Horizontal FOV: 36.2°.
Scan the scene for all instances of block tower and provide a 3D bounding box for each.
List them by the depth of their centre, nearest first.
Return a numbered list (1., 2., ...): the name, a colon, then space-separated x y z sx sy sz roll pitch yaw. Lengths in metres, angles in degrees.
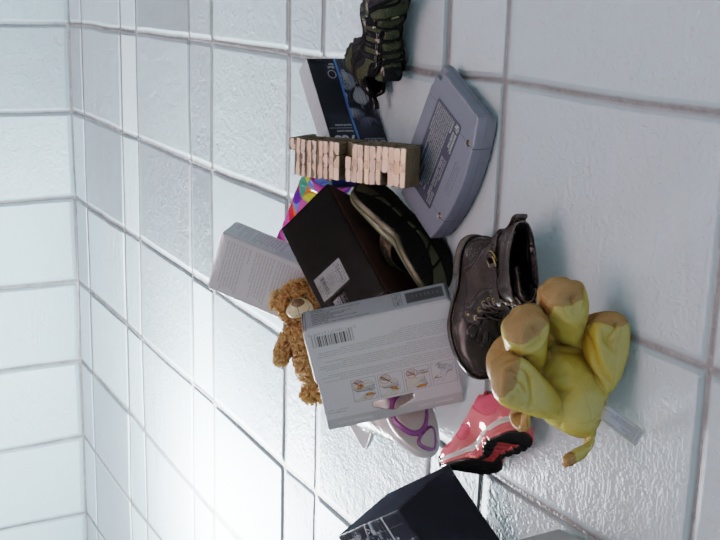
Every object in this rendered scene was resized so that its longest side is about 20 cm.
1. block tower: -0.006 -0.151 1.514 0.198 0.054 0.059 12 106 35

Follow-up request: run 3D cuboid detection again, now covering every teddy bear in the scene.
1. teddy bear: -0.075 0.112 1.697 0.143 0.067 0.204 2 102 20

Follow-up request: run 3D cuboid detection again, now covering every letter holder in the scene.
1. letter holder: 0.000 0.000 1.559 0.100 0.141 0.201 -42 56 20

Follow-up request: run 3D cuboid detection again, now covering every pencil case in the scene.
1. pencil case: -0.075 -0.096 1.769 0.089 0.087 0.201 66 149 30

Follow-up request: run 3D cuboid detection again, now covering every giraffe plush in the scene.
1. giraffe plush: 0.210 0.112 1.241 0.201 0.172 0.162 52 167 -14

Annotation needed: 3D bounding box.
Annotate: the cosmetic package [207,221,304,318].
1. cosmetic package: -0.134 0.010 1.767 0.071 0.197 0.103 -51 -17 -68

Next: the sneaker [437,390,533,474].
1. sneaker: 0.163 0.204 1.418 0.200 0.073 0.088 133 145 -55

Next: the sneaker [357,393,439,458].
1. sneaker: 0.041 0.208 1.607 0.200 0.074 0.101 41 144 29

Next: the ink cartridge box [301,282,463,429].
1. ink cartridge box: 0.033 0.116 1.469 0.044 0.197 0.176 -102 0 -54

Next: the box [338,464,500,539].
1. box: 0.091 0.382 1.464 0.183 0.104 0.200 55 147 5

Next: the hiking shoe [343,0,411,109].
1. hiking shoe: 0.040 -0.318 1.538 0.102 0.075 0.201 62 155 20

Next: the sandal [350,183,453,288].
1. sandal: 0.056 -0.041 1.514 0.202 0.079 0.058 51 137 25

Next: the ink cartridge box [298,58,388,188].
1. ink cartridge box: -0.019 -0.220 1.623 0.039 0.098 0.203 -44 58 54

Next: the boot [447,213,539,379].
1. boot: 0.164 0.037 1.328 0.174 0.068 0.204 179 87 -74

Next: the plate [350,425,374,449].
1. plate: 0.001 0.142 1.726 0.201 0.032 0.202 57 141 41

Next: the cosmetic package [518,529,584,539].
1. cosmetic package: 0.244 0.423 1.230 0.199 0.121 0.203 8 103 60

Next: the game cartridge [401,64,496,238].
1. game cartridge: 0.114 -0.149 1.456 0.134 0.041 0.202 55 141 35
